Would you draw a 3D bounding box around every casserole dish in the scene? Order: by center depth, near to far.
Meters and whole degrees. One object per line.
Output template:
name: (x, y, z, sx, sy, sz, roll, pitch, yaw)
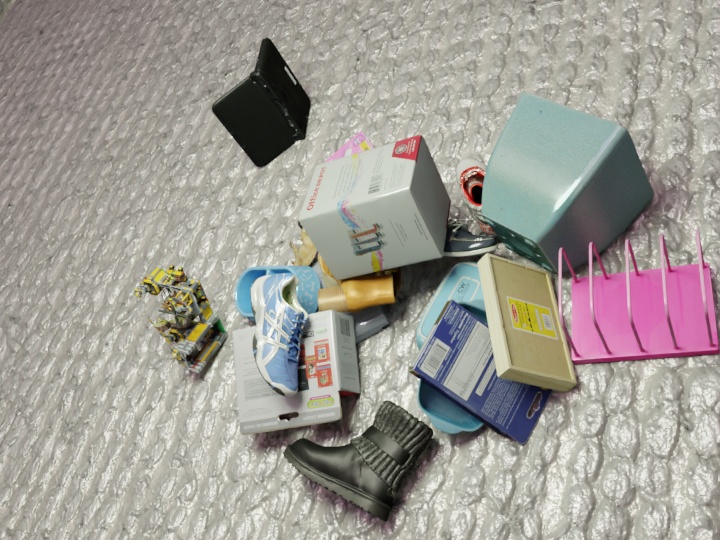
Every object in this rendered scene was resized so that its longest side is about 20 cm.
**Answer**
casserole dish: (0.152, 0.142, 1.157, 0.039, 0.119, 0.203, 156, 136, -77)
casserole dish: (0.162, 0.063, 1.246, 0.120, 0.039, 0.202, 19, 69, 38)

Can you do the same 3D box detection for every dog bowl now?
dog bowl: (-0.158, 0.043, 1.416, 0.198, 0.049, 0.114, -1, 78, 44)

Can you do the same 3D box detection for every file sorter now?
file sorter: (0.384, 0.034, 1.084, 0.197, 0.126, 0.141, -8, 55, 26)

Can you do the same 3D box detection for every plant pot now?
plant pot: (0.302, -0.118, 1.206, 0.196, 0.195, 0.201, 33, 86, 42)

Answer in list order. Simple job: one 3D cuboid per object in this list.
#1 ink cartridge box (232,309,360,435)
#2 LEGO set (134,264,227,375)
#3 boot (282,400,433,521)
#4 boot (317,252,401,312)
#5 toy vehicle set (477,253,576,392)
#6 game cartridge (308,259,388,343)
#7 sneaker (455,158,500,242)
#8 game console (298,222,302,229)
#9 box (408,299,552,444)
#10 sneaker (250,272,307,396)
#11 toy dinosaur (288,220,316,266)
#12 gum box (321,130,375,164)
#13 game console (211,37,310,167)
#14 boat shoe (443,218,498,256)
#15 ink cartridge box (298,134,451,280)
ink cartridge box: (-0.107, 0.175, 1.292, 0.197, 0.084, 0.179, -12, 74, 23)
LEGO set: (-0.346, 0.101, 1.433, 0.152, 0.202, 0.116, 16, 49, 23)
boot: (-0.004, 0.265, 1.181, 0.209, 0.079, 0.160, 22, 77, 28)
boot: (0.000, 0.000, 1.344, 0.141, 0.072, 0.203, -9, 39, 6)
toy vehicle set: (0.244, 0.075, 1.145, 0.027, 0.122, 0.203, -50, 33, 44)
game cartridge: (-0.033, 0.045, 1.388, 0.132, 0.042, 0.202, -26, 49, 7)
sneaker: (0.202, -0.152, 1.335, 0.066, 0.108, 0.203, -26, 49, 11)
game console: (-0.015, -0.144, 1.514, 0.198, 0.031, 0.179, 13, 66, 37)
box: (0.180, 0.149, 1.123, 0.122, 0.199, 0.032, -57, 5, -17)
sneaker: (-0.124, 0.097, 1.226, 0.076, 0.075, 0.203, -20, 72, 26)
toy dinosaur: (-0.093, -0.052, 1.457, 0.201, 0.058, 0.102, -54, 26, 26)
gum box: (0.008, -0.160, 1.450, 0.113, 0.066, 0.201, -39, 51, 8)
game console: (-0.208, -0.359, 1.665, 0.115, 0.200, 0.178, -10, 54, 23)
boat shoe: (0.147, -0.056, 1.307, 0.198, 0.074, 0.063, 3, 96, 50)
ink cartridge box: (0.026, -0.099, 1.251, 0.197, 0.146, 0.147, -12, 40, 24)
